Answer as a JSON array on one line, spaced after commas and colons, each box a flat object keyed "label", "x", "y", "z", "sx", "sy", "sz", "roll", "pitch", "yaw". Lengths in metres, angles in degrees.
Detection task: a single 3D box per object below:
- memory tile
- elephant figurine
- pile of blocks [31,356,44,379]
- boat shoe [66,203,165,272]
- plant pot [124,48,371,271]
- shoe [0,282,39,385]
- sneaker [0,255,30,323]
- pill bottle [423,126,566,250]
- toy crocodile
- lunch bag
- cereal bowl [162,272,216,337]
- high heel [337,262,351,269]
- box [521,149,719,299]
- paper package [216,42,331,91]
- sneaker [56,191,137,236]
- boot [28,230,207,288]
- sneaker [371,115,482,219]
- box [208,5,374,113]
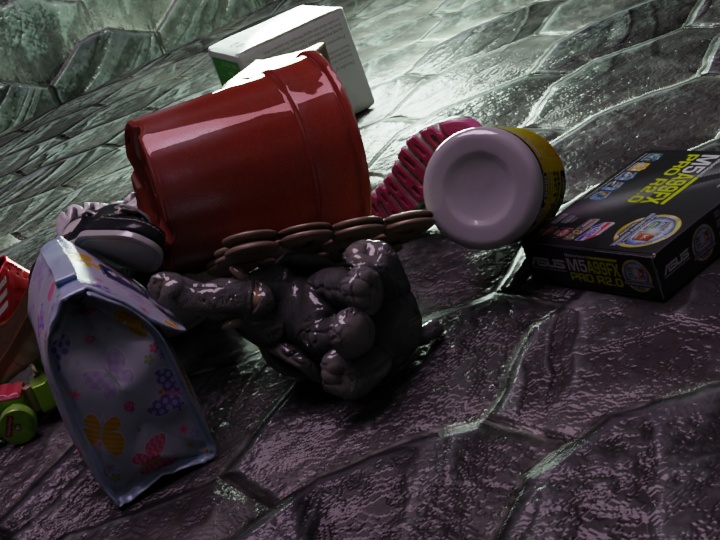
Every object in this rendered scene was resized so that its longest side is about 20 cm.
[{"label": "memory tile", "x": -0.038, "y": -0.022, "z": 1.063, "sx": 0.198, "sy": 0.017, "sz": 0.153, "roll": -7, "pitch": -10, "yaw": -18}, {"label": "elephant figurine", "x": -0.056, "y": 0.034, "z": 1.018, "sx": 0.198, "sy": 0.156, "sz": 0.142, "roll": 3, "pitch": 39, "yaw": 32}, {"label": "pile of blocks", "x": -0.343, "y": 0.080, "z": 1.314, "sx": 0.081, "sy": 0.063, "sz": 0.200, "roll": -20, "pitch": 21, "yaw": 2}, {"label": "boat shoe", "x": -0.233, "y": -0.036, "z": 1.093, "sx": 0.199, "sy": 0.075, "sz": 0.061, "roll": -4, "pitch": 57, "yaw": 54}, {"label": "plant pot", "x": -0.117, "y": -0.095, "z": 1.124, "sx": 0.194, "sy": 0.203, "sz": 0.201, "roll": -17, "pitch": 19, "yaw": -18}, {"label": "shoe", "x": -0.358, "y": 0.079, "z": 1.220, "sx": 0.200, "sy": 0.053, "sz": 0.070, "roll": -43, "pitch": 43, "yaw": 40}, {"label": "sneaker", "x": -0.384, "y": 0.019, "z": 1.423, "sx": 0.199, "sy": 0.116, "sz": 0.078, "roll": -34, "pitch": 24, "yaw": -29}, {"label": "pill bottle", "x": 0.140, "y": -0.084, "z": 1.126, "sx": 0.111, "sy": 0.114, "sz": 0.200, "roll": -13, "pitch": 2, "yaw": 21}, {"label": "toy crocodile", "x": -0.394, "y": 0.154, "z": 1.186, "sx": 0.198, "sy": 0.062, "sz": 0.068, "roll": -23, "pitch": 21, "yaw": -2}, {"label": "lunch bag", "x": -0.220, "y": 0.075, "z": 1.018, "sx": 0.126, "sy": 0.201, "sz": 0.169, "roll": -27, "pitch": 21, "yaw": -14}, {"label": "cereal bowl", "x": -0.222, "y": 0.019, "z": 1.314, "sx": 0.198, "sy": 0.084, "sz": 0.200, "roll": -19, "pitch": 22, "yaw": 8}, {"label": "high heel", "x": 0.000, "y": 0.000, "z": 1.221, "sx": 0.141, "sy": 0.072, "sz": 0.200, "roll": 18, "pitch": 20, "yaw": 19}, {"label": "box", "x": 0.272, "y": -0.049, "z": 1.061, "sx": 0.199, "sy": 0.045, "sz": 0.160, "roll": -34, "pitch": 24, "yaw": -28}, {"label": "paper package", "x": -0.083, "y": -0.156, "z": 1.422, "sx": 0.102, "sy": 0.202, "sz": 0.191, "roll": -9, "pitch": 22, "yaw": 20}, {"label": "sneaker", "x": -0.258, "y": -0.057, "z": 1.340, "sx": 0.198, "sy": 0.076, "sz": 0.081, "roll": -24, "pitch": 34, "yaw": 0}, {"label": "boot", "x": -0.252, "y": -0.007, "z": 1.208, "sx": 0.199, "sy": 0.070, "sz": 0.132, "roll": -30, "pitch": 28, "yaw": -10}, {"label": "sneaker", "x": 0.081, "y": -0.111, "z": 1.283, "sx": 0.087, "sy": 0.074, "sz": 0.200, "roll": -33, "pitch": -10, "yaw": -45}, {"label": "box", "x": -0.118, "y": -0.325, "z": 1.914, "sx": 0.199, "sy": 0.173, "sz": 0.199, "roll": -28, "pitch": 22, "yaw": -14}]
